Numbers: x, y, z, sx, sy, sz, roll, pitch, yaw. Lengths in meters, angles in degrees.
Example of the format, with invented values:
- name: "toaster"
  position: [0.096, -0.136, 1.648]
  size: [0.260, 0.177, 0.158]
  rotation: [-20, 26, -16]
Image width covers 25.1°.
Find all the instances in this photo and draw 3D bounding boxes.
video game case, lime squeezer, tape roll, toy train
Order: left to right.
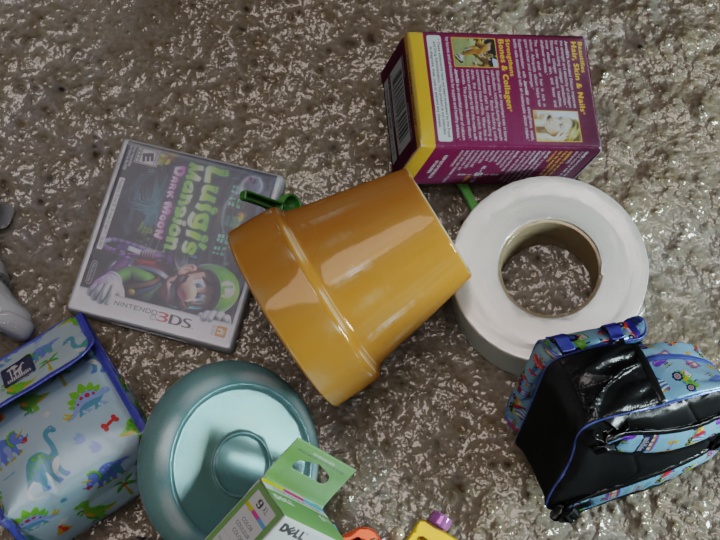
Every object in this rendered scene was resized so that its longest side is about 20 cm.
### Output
- name: "video game case"
  position: [-0.194, -0.028, 1.705]
  size: [0.181, 0.023, 0.200]
  rotation: [14, 73, 7]
- name: "lime squeezer"
  position: [-0.044, -0.063, 1.680]
  size: [0.200, 0.071, 0.038]
  rotation: [10, 65, -27]
- name: "toy train"
  position: [0.047, 0.319, 1.563]
  size: [0.150, 0.056, 0.200]
  rotation: [-31, 70, -5]
- name: "lime squeezer"
  position: [0.103, -0.157, 1.725]
  size: [0.070, 0.038, 0.200]
  rotation: [4, 70, 7]
- name: "tape roll"
  position: [0.192, 0.009, 1.648]
  size: [0.202, 0.071, 0.203]
  rotation: [-1, 71, 2]

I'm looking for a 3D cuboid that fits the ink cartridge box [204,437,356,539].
- name: "ink cartridge box"
  position: [-0.083, 0.263, 1.525]
  size: [0.200, 0.104, 0.059]
  rotation: [-49, 46, 6]

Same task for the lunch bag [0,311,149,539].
- name: "lunch bag"
  position: [-0.308, 0.152, 1.604]
  size: [0.170, 0.128, 0.200]
  rotation: [-31, 55, -8]

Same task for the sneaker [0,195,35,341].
- name: "sneaker"
  position: [-0.393, -0.020, 1.684]
  size: [0.200, 0.075, 0.115]
  rotation: [37, 80, 17]

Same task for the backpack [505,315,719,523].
- name: "backpack"
  position: [0.262, 0.132, 1.552]
  size: [0.200, 0.183, 0.135]
  rotation: [-13, 57, -18]

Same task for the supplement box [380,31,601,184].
- name: "supplement box"
  position: [0.133, -0.166, 1.665]
  size: [0.200, 0.103, 0.131]
  rotation: [0, 70, -16]

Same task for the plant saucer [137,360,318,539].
- name: "plant saucer"
  position: [-0.120, 0.187, 1.565]
  size: [0.200, 0.027, 0.201]
  rotation: [2, 87, -34]

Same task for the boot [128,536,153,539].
- name: "boot"
  position: [-0.208, 0.344, 1.557]
  size: [0.200, 0.069, 0.174]
  rotation: [-4, 72, 4]

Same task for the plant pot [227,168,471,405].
- name: "plant pot"
  position: [0.000, 0.000, 1.576]
  size: [0.183, 0.200, 0.200]
  rotation: [-32, 72, 4]
